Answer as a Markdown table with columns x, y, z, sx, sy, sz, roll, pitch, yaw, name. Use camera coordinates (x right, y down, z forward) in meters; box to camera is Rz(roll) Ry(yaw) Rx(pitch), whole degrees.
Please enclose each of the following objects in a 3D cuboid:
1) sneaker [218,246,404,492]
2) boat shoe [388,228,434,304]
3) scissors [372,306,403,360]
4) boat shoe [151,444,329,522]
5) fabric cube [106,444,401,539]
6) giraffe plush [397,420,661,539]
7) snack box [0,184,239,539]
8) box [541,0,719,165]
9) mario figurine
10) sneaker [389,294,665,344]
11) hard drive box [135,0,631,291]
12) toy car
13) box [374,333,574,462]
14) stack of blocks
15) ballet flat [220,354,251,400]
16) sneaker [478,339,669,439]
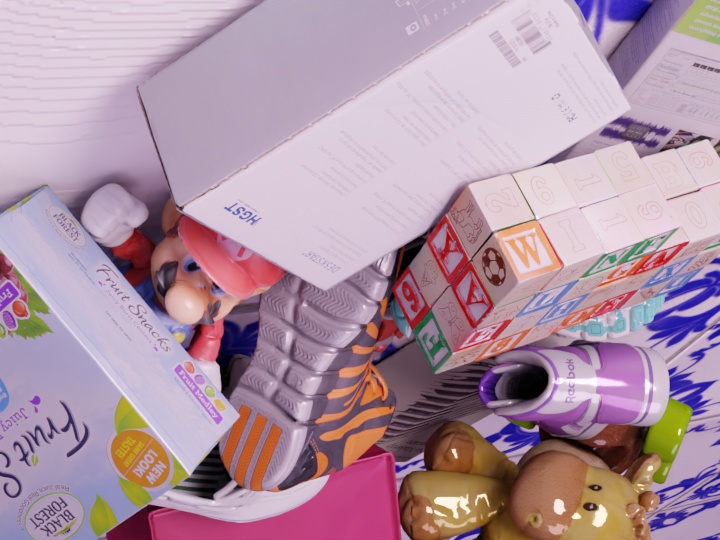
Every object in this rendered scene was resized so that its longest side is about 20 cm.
| x | y | z | sx | sy | sz | roll | pitch | yaw | name |
| --- | --- | --- | --- | --- | --- | --- | --- | --- | --- |
| -0.013 | 0.042 | 0.799 | 0.112 | 0.077 | 0.202 | 8 | 112 | -59 | sneaker |
| 0.000 | 0.000 | 0.843 | 0.068 | 0.057 | 0.200 | 1 | 149 | -38 | boat shoe |
| 0.026 | 0.055 | 1.035 | 0.072 | 0.014 | 0.201 | -12 | 154 | -20 | scissors |
| -0.092 | 0.131 | 0.836 | 0.198 | 0.075 | 0.066 | 4 | 174 | -37 | boat shoe |
| -0.087 | 0.234 | 1.011 | 0.194 | 0.203 | 0.199 | -9 | -170 | -23 | fabric cube |
| 0.144 | 0.197 | 0.982 | 0.198 | 0.175 | 0.162 | 12 | 159 | -25 | giraffe plush |
| -0.193 | 0.078 | 0.724 | 0.199 | 0.169 | 0.068 | -34 | -172 | 34 | snack box |
| 0.215 | -0.104 | 0.762 | 0.142 | 0.037 | 0.200 | 11 | 148 | -17 | box |
| -0.123 | 0.023 | 0.743 | 0.123 | 0.107 | 0.199 | 10 | 145 | -45 | mario figurine |
| 0.116 | 0.008 | 0.911 | 0.197 | 0.079 | 0.091 | 0 | -172 | -5 | sneaker |
| 0.016 | -0.085 | 0.636 | 0.199 | 0.077 | 0.156 | -30 | 154 | 15 | hard drive box |
| 0.186 | 0.195 | 1.158 | 0.163 | 0.202 | 0.158 | 21 | 162 | 15 | toy car |
| 0.081 | 0.089 | 1.081 | 0.199 | 0.069 | 0.082 | -35 | 151 | 29 | box |
| 0.130 | -0.016 | 0.733 | 0.198 | 0.059 | 0.115 | -16 | 158 | -29 | stack of blocks |
| -0.116 | 0.099 | 0.973 | 0.197 | 0.069 | 0.072 | -10 | 135 | -20 | ballet flat |
| 0.132 | 0.082 | 0.929 | 0.113 | 0.074 | 0.200 | 2 | 168 | -11 | sneaker |
